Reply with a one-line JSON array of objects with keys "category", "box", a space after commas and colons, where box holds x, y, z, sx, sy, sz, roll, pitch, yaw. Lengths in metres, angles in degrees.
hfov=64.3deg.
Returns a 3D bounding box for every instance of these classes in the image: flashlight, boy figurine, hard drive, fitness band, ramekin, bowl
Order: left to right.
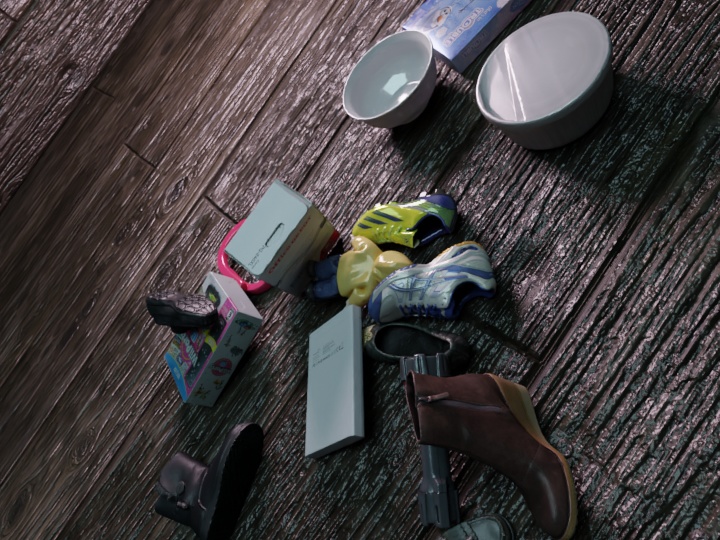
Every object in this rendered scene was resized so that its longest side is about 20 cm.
[{"category": "fitness band", "box": [-0.220, -0.032, 1.177, 0.199, 0.037, 0.145, 33, 85, 45]}, {"category": "hard drive", "box": [-0.041, 0.171, 0.882, 0.132, 0.026, 0.203, -38, 43, 43]}, {"category": "boy figurine", "box": [0.000, 0.000, 0.939, 0.197, 0.064, 0.127, -11, 71, 32]}, {"category": "bowl", "box": [0.070, -0.343, 1.083, 0.199, 0.090, 0.204, -21, 52, 29]}, {"category": "flashlight", "box": [0.090, 0.210, 0.726, 0.067, 0.067, 0.204, -15, 73, 42]}, {"category": "ramekin", "box": [0.283, -0.276, 0.865, 0.200, 0.094, 0.205, -20, 54, 29]}]

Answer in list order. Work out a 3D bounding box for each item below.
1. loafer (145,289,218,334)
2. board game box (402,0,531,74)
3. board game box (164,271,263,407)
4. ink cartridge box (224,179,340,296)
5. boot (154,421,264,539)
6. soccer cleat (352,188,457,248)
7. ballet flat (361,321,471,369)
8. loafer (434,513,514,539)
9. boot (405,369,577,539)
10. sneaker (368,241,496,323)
[{"category": "loafer", "box": [-0.328, 0.083, 1.065, 0.198, 0.072, 0.068, 6, 24, 40]}, {"category": "board game box", "box": [0.203, -0.500, 1.102, 0.200, 0.043, 0.200, -44, 46, 9]}, {"category": "board game box", "box": [-0.282, 0.129, 1.084, 0.147, 0.064, 0.202, 42, 106, 46]}, {"category": "ink cartridge box", "box": [-0.126, -0.049, 0.981, 0.083, 0.200, 0.146, 35, 88, 16]}, {"category": "boot", "box": [-0.260, 0.332, 0.955, 0.166, 0.076, 0.203, 10, 77, 38]}, {"category": "soccer cleat", "box": [0.066, -0.070, 0.939, 0.198, 0.065, 0.085, -16, 53, 31]}, {"category": "ballet flat", "box": [0.070, 0.102, 0.836, 0.198, 0.057, 0.067, 0, 64, 40]}, {"category": "loafer", "box": [0.091, 0.354, 0.662, 0.200, 0.063, 0.072, -44, 45, 10]}, {"category": "boot", "box": [0.138, 0.202, 0.643, 0.202, 0.163, 0.073, -101, 26, -47]}, {"category": "sneaker", "box": [0.101, 0.036, 0.833, 0.198, 0.075, 0.089, -29, 52, 16]}]
